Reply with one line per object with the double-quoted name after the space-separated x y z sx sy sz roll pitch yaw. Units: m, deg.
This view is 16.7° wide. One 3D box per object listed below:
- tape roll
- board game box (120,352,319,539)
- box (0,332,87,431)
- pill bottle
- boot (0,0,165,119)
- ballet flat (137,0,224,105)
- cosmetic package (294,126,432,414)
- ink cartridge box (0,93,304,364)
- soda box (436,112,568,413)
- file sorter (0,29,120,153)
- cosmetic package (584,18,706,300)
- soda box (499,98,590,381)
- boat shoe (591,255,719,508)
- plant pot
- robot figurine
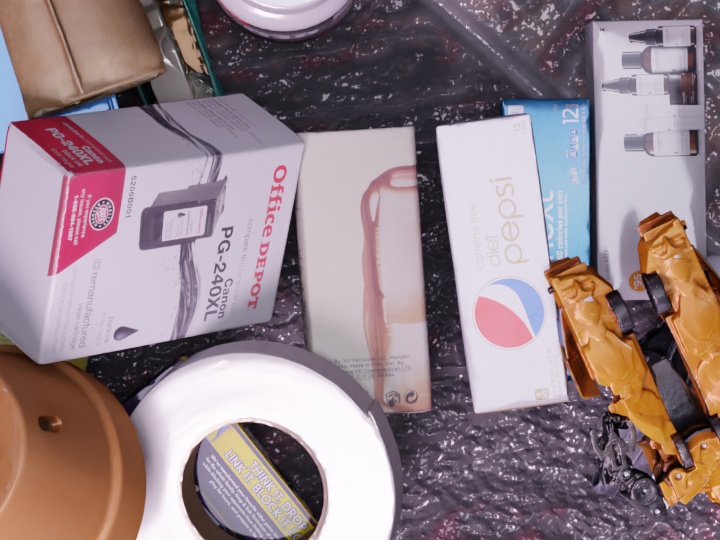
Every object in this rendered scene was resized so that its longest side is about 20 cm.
-0.070 0.148 1.687 0.202 0.037 0.204 2 103 10 "tape roll"
-0.128 0.187 1.760 0.165 0.057 0.200 -38 91 -2 "board game box"
-0.238 0.090 1.724 0.075 0.050 0.201 4 74 16 "box"
-0.052 -0.218 1.678 0.113 0.200 0.114 0 91 -1 "pill bottle"
-0.243 -0.196 1.622 0.175 0.066 0.201 -20 93 0 "boot"
-0.144 -0.173 1.742 0.067 0.070 0.201 -23 92 0 "ballet flat"
0.000 0.000 1.735 0.087 0.103 0.201 -4 93 -3 "cosmetic package"
-0.146 -0.031 1.664 0.200 0.083 0.146 -10 123 -39 "ink cartridge box"
0.098 -0.005 1.688 0.068 0.064 0.201 -8 92 4 "soda box"
-0.258 -0.182 1.714 0.138 0.123 0.201 -16 92 -1 "file sorter"
0.205 -0.079 1.761 0.082 0.051 0.201 -2 92 0 "cosmetic package"
0.131 -0.022 1.752 0.064 0.068 0.201 0 92 1 "soda box"
0.211 0.077 1.737 0.068 0.072 0.201 14 118 -2 "boat shoe"
-0.257 0.136 1.612 0.199 0.140 0.201 -4 73 14 "plant pot"
0.208 0.069 1.653 0.145 0.058 0.200 -25 105 0 "robot figurine"
